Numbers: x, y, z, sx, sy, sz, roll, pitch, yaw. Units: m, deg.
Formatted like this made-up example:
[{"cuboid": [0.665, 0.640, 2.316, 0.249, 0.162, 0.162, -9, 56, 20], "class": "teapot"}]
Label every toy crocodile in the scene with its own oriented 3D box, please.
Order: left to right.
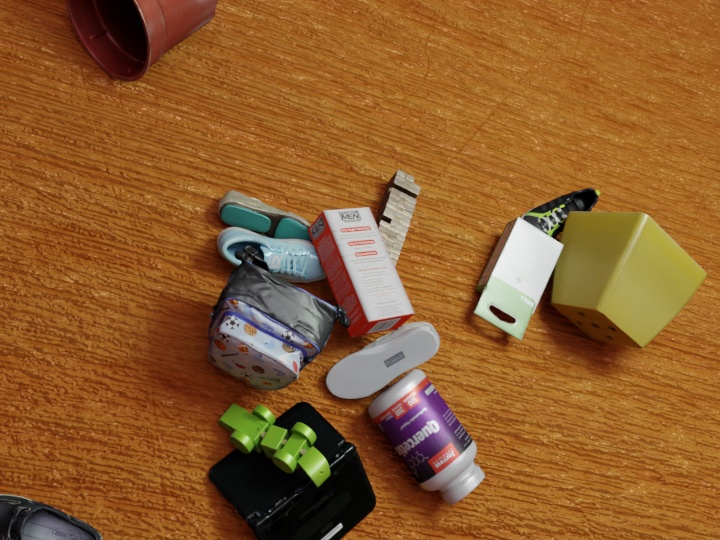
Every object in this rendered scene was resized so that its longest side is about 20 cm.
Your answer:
[{"cuboid": [-0.129, 0.255, 1.267, 0.197, 0.062, 0.068, 19, 53, 27], "class": "toy crocodile"}]

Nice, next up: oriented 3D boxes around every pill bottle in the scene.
[{"cuboid": [0.108, 0.266, 1.358, 0.112, 0.113, 0.201, -34, 83, -29], "class": "pill bottle"}]

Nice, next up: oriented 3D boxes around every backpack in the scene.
[{"cuboid": [-0.143, 0.092, 1.288, 0.198, 0.191, 0.156, 33, 65, -5], "class": "backpack"}]

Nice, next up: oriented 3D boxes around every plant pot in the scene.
[{"cuboid": [-0.356, -0.452, 1.438, 0.201, 0.201, 0.195, 46, 51, 2], "class": "plant pot"}, {"cuboid": [0.462, 0.024, 1.544, 0.199, 0.199, 0.178, 37, 77, -25], "class": "plant pot"}]

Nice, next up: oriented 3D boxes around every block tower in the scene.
[{"cuboid": [0.053, -0.077, 1.513, 0.053, 0.058, 0.203, 24, 63, -10], "class": "block tower"}]

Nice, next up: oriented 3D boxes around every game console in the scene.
[{"cuboid": [-0.100, 0.334, 1.301, 0.199, 0.115, 0.179, -33, 113, -29], "class": "game console"}]

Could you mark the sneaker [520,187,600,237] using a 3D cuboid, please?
[{"cuboid": [0.384, -0.114, 1.644, 0.198, 0.083, 0.072, -30, 81, -28], "class": "sneaker"}]

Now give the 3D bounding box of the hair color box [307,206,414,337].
[{"cuboid": [0.000, 0.000, 1.384, 0.100, 0.061, 0.203, -6, 65, -37], "class": "hair color box"}]

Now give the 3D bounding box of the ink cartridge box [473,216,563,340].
[{"cuboid": [0.279, 0.018, 1.552, 0.103, 0.059, 0.202, 30, 74, -8], "class": "ink cartridge box"}]

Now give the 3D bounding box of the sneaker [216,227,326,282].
[{"cuboid": [-0.138, -0.015, 1.384, 0.196, 0.082, 0.075, 10, 106, -9], "class": "sneaker"}]

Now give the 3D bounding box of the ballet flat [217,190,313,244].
[{"cuboid": [-0.143, -0.085, 1.435, 0.197, 0.068, 0.063, 24, 33, -14], "class": "ballet flat"}]

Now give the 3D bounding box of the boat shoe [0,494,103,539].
[{"cuboid": [-0.437, 0.344, 1.133, 0.197, 0.066, 0.076, 26, 62, -10], "class": "boat shoe"}]

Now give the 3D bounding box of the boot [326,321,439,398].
[{"cuboid": [0.039, 0.146, 1.406, 0.197, 0.096, 0.075, -23, 94, 5], "class": "boot"}]
